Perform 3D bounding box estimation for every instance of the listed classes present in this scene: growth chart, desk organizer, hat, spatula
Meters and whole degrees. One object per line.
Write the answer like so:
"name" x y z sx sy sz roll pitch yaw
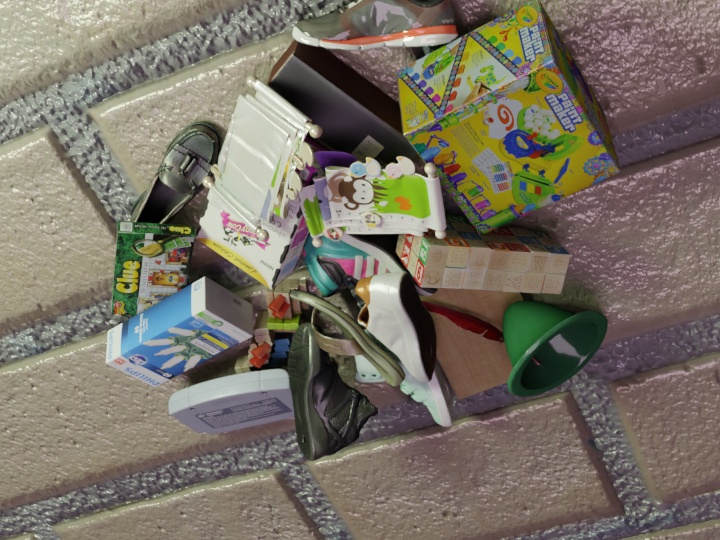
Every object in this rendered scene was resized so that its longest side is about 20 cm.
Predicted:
"growth chart" -0.121 -0.132 1.350 0.145 0.018 0.201 47 132 20
"desk organizer" -0.020 -0.202 1.385 0.199 0.077 0.072 35 122 -17
"hat" 0.222 0.060 1.559 0.199 0.176 0.166 11 124 -51
"growth chart" 0.011 -0.083 1.355 0.198 0.018 0.145 -2 140 22
"spatula" 0.000 -0.109 1.419 0.056 0.021 0.200 3 167 21

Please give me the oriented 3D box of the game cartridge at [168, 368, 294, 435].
"game cartridge" -0.180 0.198 1.672 0.199 0.041 0.133 -14 154 15

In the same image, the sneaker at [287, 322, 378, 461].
"sneaker" -0.040 0.165 1.597 0.114 0.076 0.201 -13 102 -28

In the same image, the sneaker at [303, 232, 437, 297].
"sneaker" 0.000 0.000 1.521 0.199 0.084 0.121 33 126 -22

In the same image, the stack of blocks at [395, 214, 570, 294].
"stack of blocks" 0.159 -0.023 1.458 0.198 0.115 0.059 4 113 -17

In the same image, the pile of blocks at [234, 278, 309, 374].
"pile of blocks" -0.126 0.102 1.617 0.082 0.062 0.201 20 125 -7

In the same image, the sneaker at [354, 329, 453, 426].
"sneaker" 0.058 0.155 1.626 0.117 0.074 0.201 -20 115 17

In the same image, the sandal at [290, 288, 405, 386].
"sandal" -0.022 0.098 1.520 0.201 0.080 0.057 44 83 -10

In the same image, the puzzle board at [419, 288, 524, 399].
"puzzle board" 0.172 0.086 1.594 0.150 0.017 0.201 -21 120 12

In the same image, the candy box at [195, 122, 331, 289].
"candy box" -0.126 -0.095 1.454 0.136 0.061 0.201 33 126 14

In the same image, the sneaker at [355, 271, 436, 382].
"sneaker" 0.048 0.075 1.508 0.084 0.073 0.201 -1 134 24

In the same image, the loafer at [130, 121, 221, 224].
"loafer" -0.250 -0.109 1.484 0.072 0.063 0.200 33 122 -13

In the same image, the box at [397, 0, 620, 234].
"box" 0.177 -0.178 1.325 0.192 0.123 0.200 -24 134 21

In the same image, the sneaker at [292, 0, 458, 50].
"sneaker" 0.016 -0.307 1.325 0.198 0.077 0.083 -3 104 2

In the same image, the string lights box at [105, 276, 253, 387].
"string lights box" -0.262 0.091 1.604 0.199 0.059 0.103 -28 139 27

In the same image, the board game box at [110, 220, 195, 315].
"board game box" -0.291 0.002 1.542 0.104 0.024 0.200 5 144 -12
